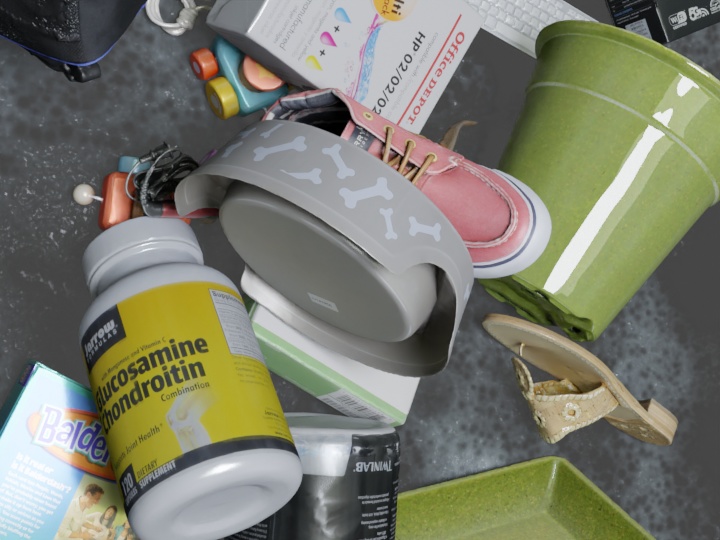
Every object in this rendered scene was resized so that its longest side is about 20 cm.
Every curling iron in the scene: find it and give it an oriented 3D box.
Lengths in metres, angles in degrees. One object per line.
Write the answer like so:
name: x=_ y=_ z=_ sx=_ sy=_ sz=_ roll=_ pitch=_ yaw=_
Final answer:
curling iron: x=-0.067 y=-0.055 z=0.790 sx=0.200 sy=0.026 sz=0.050 roll=5 pitch=105 yaw=-33

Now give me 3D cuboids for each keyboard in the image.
keyboard: x=0.168 y=-0.200 z=0.961 sx=0.200 sy=0.011 sz=0.056 roll=24 pitch=80 yaw=-22

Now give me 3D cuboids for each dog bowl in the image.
dog bowl: x=-0.018 y=-0.014 z=0.706 sx=0.200 sy=0.200 sz=0.059 roll=41 pitch=69 yaw=-18

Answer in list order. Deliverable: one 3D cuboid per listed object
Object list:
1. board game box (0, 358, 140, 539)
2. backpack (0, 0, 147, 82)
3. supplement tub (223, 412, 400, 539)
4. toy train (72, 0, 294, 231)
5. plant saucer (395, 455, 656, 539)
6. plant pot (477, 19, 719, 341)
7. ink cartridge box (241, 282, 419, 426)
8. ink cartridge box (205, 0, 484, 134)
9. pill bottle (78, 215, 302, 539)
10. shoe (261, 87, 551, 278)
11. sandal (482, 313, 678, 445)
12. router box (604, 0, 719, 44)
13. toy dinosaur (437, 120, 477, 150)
board game box: x=-0.203 y=0.183 z=0.768 sx=0.152 sy=0.045 sz=0.200 roll=31 pitch=77 yaw=-20
backpack: x=-0.215 y=-0.234 z=0.687 sx=0.200 sy=0.135 sz=0.183 roll=20 pitch=49 yaw=3
supplement tub: x=-0.037 y=0.206 z=0.800 sx=0.122 sy=0.122 sz=0.201 roll=5 pitch=88 yaw=-24
toy train: x=-0.113 y=-0.101 z=0.807 sx=0.150 sy=0.056 sz=0.201 roll=14 pitch=84 yaw=-24
plant saucer: x=0.132 y=0.230 z=0.847 sx=0.200 sy=0.200 sz=0.048 roll=-8 pitch=120 yaw=-30
plant pot: x=0.174 y=-0.055 z=0.868 sx=0.200 sy=0.200 sz=0.190 roll=36 pitch=81 yaw=-20
ink cartridge box: x=0.000 y=0.000 z=0.863 sx=0.145 sy=0.048 sz=0.200 roll=33 pitch=61 yaw=-21
ink cartridge box: x=0.006 y=-0.164 z=0.793 sx=0.200 sy=0.068 sz=0.115 roll=31 pitch=88 yaw=-38
pill bottle: x=-0.119 y=0.067 z=0.735 sx=0.112 sy=0.112 sz=0.200 roll=-10 pitch=58 yaw=-24
shoe: x=0.022 y=-0.058 z=0.719 sx=0.091 sy=0.200 sz=0.072 roll=27 pitch=90 yaw=-49
sandal: x=0.176 y=0.113 z=0.924 sx=0.211 sy=0.078 sz=0.070 roll=32 pitch=71 yaw=-26
router box: x=0.294 y=-0.290 z=0.985 sx=0.200 sy=0.062 sz=0.150 roll=-25 pitch=97 yaw=-25
toy dinosaur: x=0.048 y=-0.062 z=0.836 sx=0.060 sy=0.106 sz=0.200 roll=31 pitch=69 yaw=-11
